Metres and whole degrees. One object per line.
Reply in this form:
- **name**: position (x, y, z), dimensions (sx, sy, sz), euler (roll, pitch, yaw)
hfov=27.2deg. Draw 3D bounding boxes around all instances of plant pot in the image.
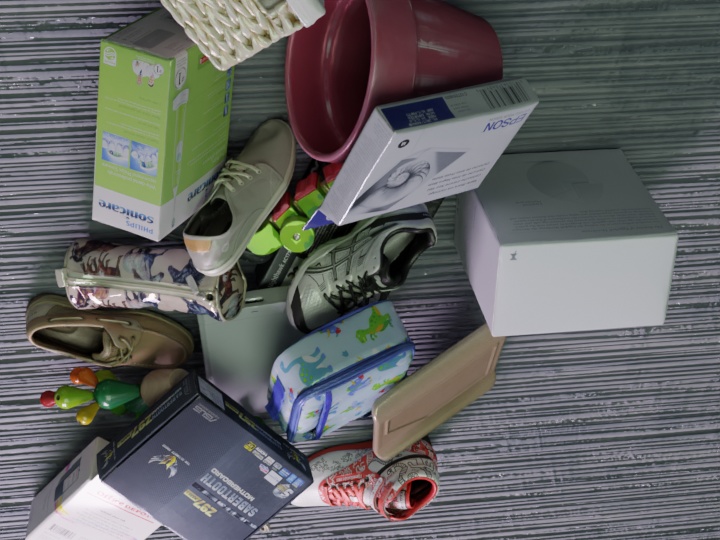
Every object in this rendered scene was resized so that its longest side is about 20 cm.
- **plant pot**: position (0.041, -0.208, 1.540), dimensions (0.177, 0.200, 0.201), euler (2, 121, -29)

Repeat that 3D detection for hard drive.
- **hard drive**: position (-0.119, 0.097, 1.737), dimensions (0.130, 0.026, 0.201), euler (-8, 139, -6)

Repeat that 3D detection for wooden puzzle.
- **wooden puzzle**: position (0.087, 0.140, 1.759), dimensions (0.184, 0.037, 0.200), euler (-34, 160, -11)

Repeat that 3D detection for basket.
- **basket**: position (-0.123, -0.303, 1.441), dimensions (0.123, 0.201, 0.136), euler (-31, 121, 16)

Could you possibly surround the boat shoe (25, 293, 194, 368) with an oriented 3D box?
- **boat shoe**: position (-0.288, 0.084, 1.709), dimensions (0.198, 0.065, 0.072), euler (12, 117, -17)

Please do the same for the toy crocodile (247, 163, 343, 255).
- **toy crocodile**: position (-0.043, -0.080, 1.602), dimensions (0.199, 0.068, 0.062), euler (-32, 115, 13)

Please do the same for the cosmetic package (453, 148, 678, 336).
- **cosmetic package**: position (0.223, -0.034, 1.660), dimensions (0.197, 0.201, 0.124), euler (-3, 121, -8)

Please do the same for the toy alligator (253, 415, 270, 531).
- **toy alligator**: position (-0.126, 0.241, 1.845), dimensions (0.054, 0.059, 0.201), euler (-45, 140, -33)

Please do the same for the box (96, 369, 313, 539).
- **box**: position (-0.175, 0.225, 1.682), dimensions (0.157, 0.051, 0.200), euler (-40, 122, 13)

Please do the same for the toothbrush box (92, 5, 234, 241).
- **toothbrush box**: position (-0.201, -0.155, 1.528), dimensions (0.085, 0.146, 0.202), euler (17, 121, 17)

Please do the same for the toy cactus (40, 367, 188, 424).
- **toy cactus**: position (-0.252, 0.152, 1.713), dimensions (0.199, 0.103, 0.164), euler (19, 155, -33)

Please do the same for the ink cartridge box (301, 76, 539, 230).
- **ink cartridge box**: position (0.060, -0.104, 1.501), dimensions (0.198, 0.041, 0.200), euler (-17, 155, -36)

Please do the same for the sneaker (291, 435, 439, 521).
- **sneaker**: position (0.002, 0.269, 1.848), dimensions (0.200, 0.108, 0.068), euler (-18, 122, 0)

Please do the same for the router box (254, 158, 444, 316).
- **router box**: position (-0.013, -0.044, 1.695), dimensions (0.148, 0.051, 0.201), euler (21, 114, -20)

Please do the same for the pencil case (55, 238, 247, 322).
- **pencil case**: position (-0.229, 0.010, 1.630), dimensions (0.198, 0.089, 0.079), euler (5, 92, 13)

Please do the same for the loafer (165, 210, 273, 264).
- **loafer**: position (-0.184, -0.065, 1.647), dimensions (0.199, 0.068, 0.071), euler (15, 98, -16)

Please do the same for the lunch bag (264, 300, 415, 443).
- **lunch bag**: position (-0.026, 0.120, 1.676), dimensions (0.160, 0.083, 0.200), euler (-24, 163, -17)

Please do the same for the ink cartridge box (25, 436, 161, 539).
- **ink cartridge box**: position (-0.302, 0.275, 1.786), dimensions (0.117, 0.068, 0.200), euler (30, 128, -25)

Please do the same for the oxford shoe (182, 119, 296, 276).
- **oxford shoe**: position (-0.127, -0.087, 1.579), dimensions (0.075, 0.201, 0.058), euler (8, 147, 34)

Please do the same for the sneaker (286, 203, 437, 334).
- **sneaker**: position (0.000, 0.000, 1.622), dimensions (0.200, 0.088, 0.076), euler (-47, 127, 7)
